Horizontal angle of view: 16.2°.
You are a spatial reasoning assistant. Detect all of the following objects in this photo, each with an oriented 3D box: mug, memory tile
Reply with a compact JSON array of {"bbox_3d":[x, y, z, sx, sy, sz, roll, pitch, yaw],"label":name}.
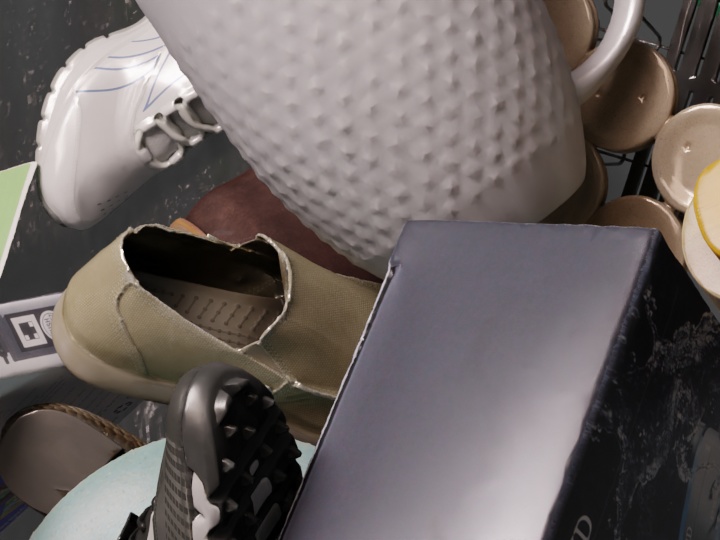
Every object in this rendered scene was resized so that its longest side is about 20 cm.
[{"bbox_3d":[0.032,-0.101,1.081,0.200,0.176,0.148,-35,6,-12],"label":"mug"},{"bbox_3d":[0.070,-0.054,1.141,0.200,0.017,0.153,43,103,22],"label":"memory tile"}]

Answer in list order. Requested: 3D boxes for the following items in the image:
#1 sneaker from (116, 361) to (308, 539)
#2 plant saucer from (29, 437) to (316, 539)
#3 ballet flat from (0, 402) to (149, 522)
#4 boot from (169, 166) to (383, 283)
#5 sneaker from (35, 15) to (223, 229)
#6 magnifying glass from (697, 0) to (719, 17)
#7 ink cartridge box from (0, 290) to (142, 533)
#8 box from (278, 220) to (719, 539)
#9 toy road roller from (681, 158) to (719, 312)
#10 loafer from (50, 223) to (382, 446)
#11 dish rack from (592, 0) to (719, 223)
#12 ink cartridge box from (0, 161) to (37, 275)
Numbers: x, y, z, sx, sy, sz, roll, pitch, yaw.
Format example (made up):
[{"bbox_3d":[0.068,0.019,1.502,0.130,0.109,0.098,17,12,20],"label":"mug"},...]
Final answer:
[{"bbox_3d":[-0.067,0.114,0.949,0.090,0.201,0.067,11,42,20],"label":"sneaker"},{"bbox_3d":[-0.056,0.165,1.036,0.200,0.039,0.202,0,85,3],"label":"plant saucer"},{"bbox_3d":[-0.070,0.121,1.092,0.068,0.200,0.046,-58,3,-1],"label":"ballet flat"},{"bbox_3d":[0.000,0.000,1.198,0.200,0.072,0.166,27,64,33],"label":"boot"},{"bbox_3d":[-0.095,-0.101,1.345,0.087,0.075,0.200,30,76,39],"label":"sneaker"},{"bbox_3d":[0.189,-0.131,1.210,0.079,0.022,0.200,-27,46,13],"label":"magnifying glass"},{"bbox_3d":[-0.193,0.080,1.137,0.198,0.200,0.043,-42,73,33],"label":"ink cartridge box"},{"bbox_3d":[0.072,0.116,0.957,0.117,0.200,0.197,2,58,35],"label":"box"},{"bbox_3d":[0.239,0.007,0.995,0.199,0.123,0.146,-21,57,18],"label":"toy road roller"},{"bbox_3d":[-0.029,0.028,1.080,0.199,0.068,0.076,8,51,-13],"label":"loafer"},{"bbox_3d":[0.094,-0.103,1.171,0.199,0.055,0.154,19,94,28],"label":"dish rack"},{"bbox_3d":[-0.252,0.030,1.351,0.199,0.048,0.146,-12,49,31],"label":"ink cartridge box"}]
